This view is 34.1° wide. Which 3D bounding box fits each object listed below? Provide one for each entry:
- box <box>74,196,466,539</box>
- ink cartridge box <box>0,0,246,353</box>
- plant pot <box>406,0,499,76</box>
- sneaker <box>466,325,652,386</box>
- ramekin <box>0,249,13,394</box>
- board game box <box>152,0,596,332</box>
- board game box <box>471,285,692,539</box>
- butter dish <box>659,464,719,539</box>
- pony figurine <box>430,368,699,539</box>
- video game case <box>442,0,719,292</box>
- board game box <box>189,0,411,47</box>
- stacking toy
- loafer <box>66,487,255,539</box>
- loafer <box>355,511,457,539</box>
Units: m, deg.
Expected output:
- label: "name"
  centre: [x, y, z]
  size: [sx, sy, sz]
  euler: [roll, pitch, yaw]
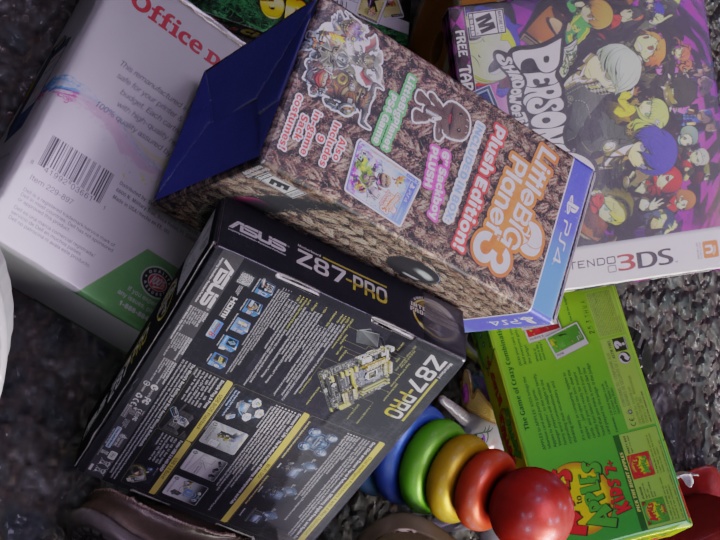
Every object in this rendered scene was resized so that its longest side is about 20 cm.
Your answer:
- label: "box"
  centre: [-0.056, 0.071, 0.686]
  size: [0.159, 0.201, 0.049]
  euler: [25, 34, -16]
- label: "ink cartridge box"
  centre: [-0.148, -0.069, 0.751]
  size: [0.144, 0.087, 0.202]
  euler: [33, 68, -27]
- label: "plant pot"
  centre: [0.134, -0.149, 0.905]
  size: [0.180, 0.200, 0.204]
  euler: [11, 77, -17]
- label: "sneaker"
  centre: [0.131, 0.059, 0.923]
  size: [0.198, 0.090, 0.079]
  euler: [25, 74, -27]
- label: "ramekin"
  centre: [-0.274, 0.026, 0.602]
  size: [0.197, 0.098, 0.204]
  euler: [-1, 99, -6]
- label: "board game box"
  centre: [0.006, -0.048, 0.686]
  size: [0.198, 0.159, 0.098]
  euler: [27, 71, -25]
- label: "board game box"
  centre: [0.145, 0.092, 0.813]
  size: [0.100, 0.048, 0.203]
  euler: [-11, 70, -9]
- label: "butter dish"
  centre: [0.298, 0.280, 0.972]
  size: [0.198, 0.147, 0.203]
  euler: [-12, 89, -34]
- label: "pony figurine"
  centre: [0.131, 0.176, 0.887]
  size: [0.190, 0.166, 0.204]
  euler: [4, 97, -26]
- label: "video game case"
  centre: [0.157, -0.089, 0.802]
  size: [0.178, 0.036, 0.204]
  euler: [-7, 88, -3]
- label: "board game box"
  centre: [-0.046, -0.216, 0.881]
  size: [0.197, 0.023, 0.107]
  euler: [12, 79, -33]
- label: "stacking toy"
  centre: [0.055, 0.131, 0.780]
  size: [0.085, 0.198, 0.087]
  euler: [-23, 122, -44]
- label: "loafer"
  centre: [-0.100, 0.182, 0.767]
  size: [0.199, 0.073, 0.072]
  euler: [33, 55, -31]
- label: "loafer"
  centre: [0.075, 0.232, 0.775]
  size: [0.198, 0.076, 0.068]
  euler: [31, 34, -23]
